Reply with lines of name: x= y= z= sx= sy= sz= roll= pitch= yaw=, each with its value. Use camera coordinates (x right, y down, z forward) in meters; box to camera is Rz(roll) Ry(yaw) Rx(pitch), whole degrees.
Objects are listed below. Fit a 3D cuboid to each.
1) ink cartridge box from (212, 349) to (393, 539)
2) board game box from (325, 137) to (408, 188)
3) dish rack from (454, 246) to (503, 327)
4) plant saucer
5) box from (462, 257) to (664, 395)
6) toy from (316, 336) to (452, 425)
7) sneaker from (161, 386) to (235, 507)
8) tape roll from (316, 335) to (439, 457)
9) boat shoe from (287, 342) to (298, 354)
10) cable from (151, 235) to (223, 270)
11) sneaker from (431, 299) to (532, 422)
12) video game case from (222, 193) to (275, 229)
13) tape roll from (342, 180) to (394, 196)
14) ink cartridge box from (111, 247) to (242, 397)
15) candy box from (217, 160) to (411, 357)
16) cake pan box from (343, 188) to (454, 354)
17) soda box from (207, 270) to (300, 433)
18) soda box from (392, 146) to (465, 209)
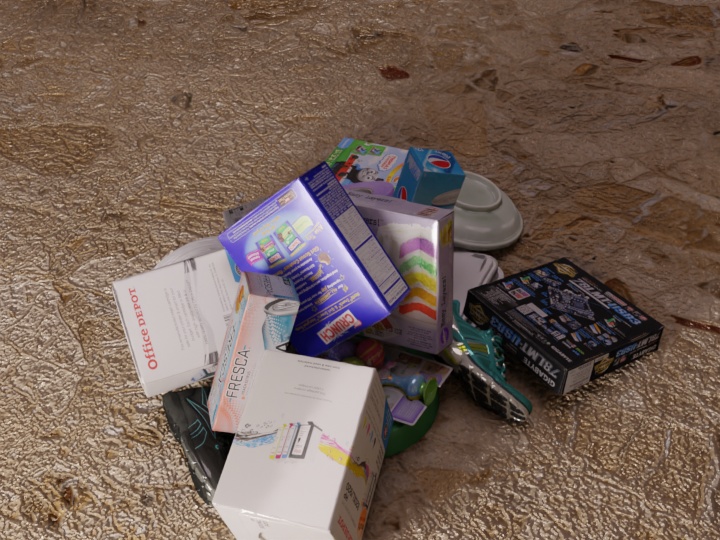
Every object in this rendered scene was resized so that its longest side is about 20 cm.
ink cartridge box: x=-0.061 y=0.223 z=1.247 sx=0.143 sy=0.148 sz=0.202 roll=8 pitch=59 yaw=17
board game box: x=0.029 y=-0.155 z=1.799 sx=0.198 sy=0.037 sz=0.152 roll=14 pitch=44 yaw=21
dish rack: x=0.107 y=0.024 z=1.576 sx=0.170 sy=0.044 sz=0.200 roll=14 pitch=43 yaw=24
plant saucer: x=0.165 y=-0.109 z=1.675 sx=0.198 sy=0.051 sz=0.201 roll=9 pitch=35 yaw=-7
box: x=0.278 y=0.069 z=1.467 sx=0.197 sy=0.050 sz=0.200 roll=-17 pitch=41 yaw=-34
toy: x=0.008 y=0.124 z=1.394 sx=0.198 sy=0.048 sz=0.115 roll=18 pitch=45 yaw=25
sneaker: x=-0.195 y=0.215 z=1.367 sx=0.078 sy=0.076 sz=0.200 roll=-17 pitch=42 yaw=-16
tape roll: x=0.006 y=0.160 z=1.425 sx=0.198 sy=0.049 sz=0.202 roll=-4 pitch=40 yaw=3
boat shoe: x=-0.096 y=0.026 z=1.503 sx=0.074 sy=0.073 sz=0.202 roll=-22 pitch=71 yaw=26
cable: x=-0.224 y=0.037 z=1.542 sx=0.198 sy=0.070 sz=0.202 roll=1 pitch=53 yaw=20
sneaker: x=0.159 y=0.115 z=1.407 sx=0.079 sy=0.078 sz=0.200 roll=-35 pitch=64 yaw=-15
video game case: x=-0.118 y=-0.095 z=1.613 sx=0.180 sy=0.023 sz=0.200 roll=-19 pitch=13 yaw=-5
tape roll: x=-0.037 y=-0.074 z=1.632 sx=0.198 sy=0.066 sz=0.200 roll=-16 pitch=16 yaw=5
ink cartridge box: x=-0.212 y=0.064 z=1.415 sx=0.198 sy=0.086 sz=0.148 roll=-17 pitch=75 yaw=-12
candy box: x=-0.058 y=-0.008 z=1.350 sx=0.168 sy=0.201 sz=0.077 roll=-30 pitch=6 yaw=38
cake pan box: x=0.027 y=-0.003 z=1.383 sx=0.198 sy=0.186 sz=0.052 roll=14 pitch=24 yaw=30
soda box: x=-0.135 y=0.106 z=1.329 sx=0.068 sy=0.202 sz=0.064 roll=9 pitch=25 yaw=-19
soda box: x=0.078 y=-0.068 z=1.492 sx=0.067 sy=0.201 sz=0.064 roll=4 pitch=36 yaw=-22
